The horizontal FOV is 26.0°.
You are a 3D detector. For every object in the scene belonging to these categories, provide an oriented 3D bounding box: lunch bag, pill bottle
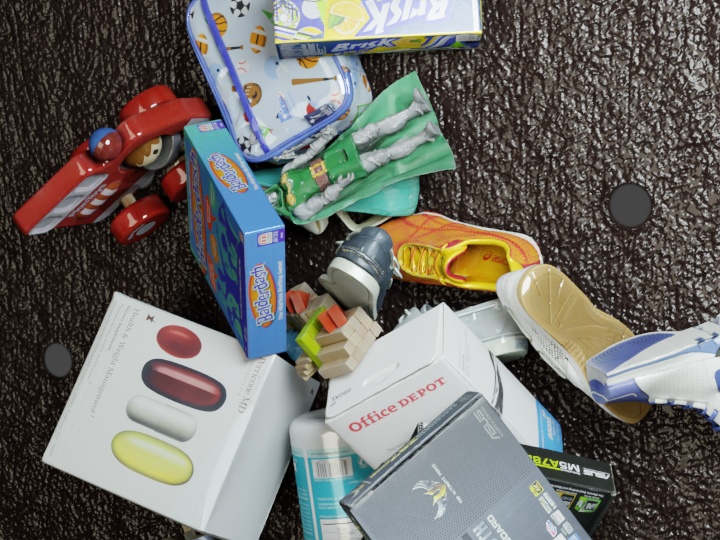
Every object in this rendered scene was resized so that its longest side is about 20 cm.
[{"bbox_3d":[-0.086,-0.209,1.578,0.159,0.075,0.202,-26,81,22],"label":"lunch bag"},{"bbox_3d":[-0.008,0.244,1.593,0.110,0.111,0.202,-5,96,25],"label":"pill bottle"}]

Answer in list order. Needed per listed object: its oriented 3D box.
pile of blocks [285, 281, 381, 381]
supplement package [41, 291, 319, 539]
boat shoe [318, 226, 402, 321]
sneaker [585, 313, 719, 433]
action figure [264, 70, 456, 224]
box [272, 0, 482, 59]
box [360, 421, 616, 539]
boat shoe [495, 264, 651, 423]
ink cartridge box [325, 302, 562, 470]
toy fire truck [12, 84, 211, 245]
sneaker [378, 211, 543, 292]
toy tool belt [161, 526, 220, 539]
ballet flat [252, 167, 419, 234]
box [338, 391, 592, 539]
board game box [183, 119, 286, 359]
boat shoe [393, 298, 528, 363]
[{"bbox_3d":[-0.053,0.056,1.547,0.082,0.200,0.062,-45,108,-12],"label":"pile of blocks"},{"bbox_3d":[-0.182,0.156,1.609,0.198,0.147,0.193,18,80,21],"label":"supplement package"},{"bbox_3d":[0.000,0.000,1.521,0.075,0.200,0.062,34,79,7],"label":"boat shoe"},{"bbox_3d":[0.314,0.109,1.417,0.197,0.081,0.116,-15,101,-4],"label":"sneaker"},{"bbox_3d":[-0.016,-0.104,1.518,0.199,0.055,0.119,-29,57,14],"label":"action figure"},{"bbox_3d":[0.016,-0.247,1.488,0.197,0.064,0.071,-3,85,0],"label":"box"},{"bbox_3d":[0.116,0.240,1.485,0.198,0.048,0.194,14,127,-12],"label":"box"},{"bbox_3d":[0.203,0.066,1.472,0.200,0.071,0.069,47,160,-22],"label":"boat shoe"},{"bbox_3d":[0.082,0.147,1.499,0.144,0.085,0.200,-30,120,25],"label":"ink cartridge box"},{"bbox_3d":[-0.251,-0.107,1.623,0.199,0.168,0.113,-38,82,25],"label":"toy fire truck"},{"bbox_3d":[0.080,-0.018,1.530,0.198,0.077,0.074,2,100,33],"label":"sneaker"},{"bbox_3d":[-0.161,0.328,1.670,0.124,0.123,0.202,-26,86,26],"label":"toy tool belt"},{"bbox_3d":[-0.030,-0.071,1.585,0.198,0.067,0.071,-3,112,27],"label":"ballet flat"},{"bbox_3d":[0.101,0.233,1.372,0.157,0.051,0.201,-38,95,-11],"label":"box"},{"bbox_3d":[-0.126,-0.033,1.548,0.200,0.045,0.153,-123,27,-49],"label":"board game box"},{"bbox_3d":[0.073,0.070,1.561,0.199,0.070,0.072,-14,74,26],"label":"boat shoe"}]
